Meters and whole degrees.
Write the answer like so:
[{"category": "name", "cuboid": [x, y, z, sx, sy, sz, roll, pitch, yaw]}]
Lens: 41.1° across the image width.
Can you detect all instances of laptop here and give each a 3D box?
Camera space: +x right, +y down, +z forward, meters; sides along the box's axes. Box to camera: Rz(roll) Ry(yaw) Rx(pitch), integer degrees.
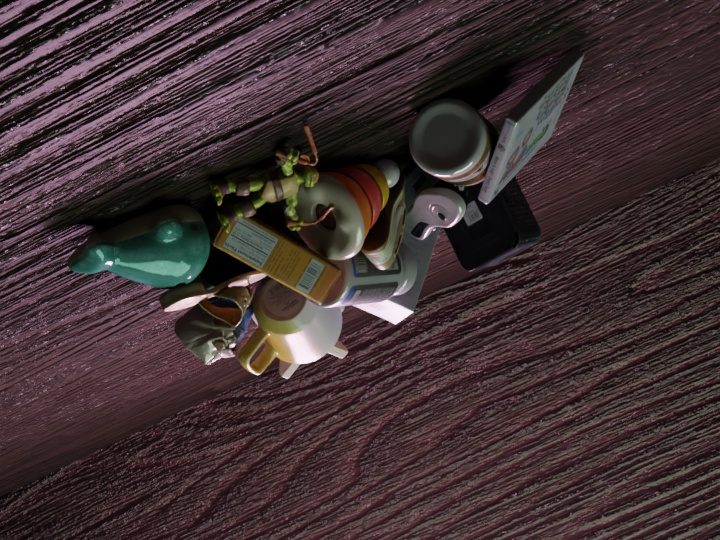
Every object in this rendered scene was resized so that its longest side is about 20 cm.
[{"category": "laptop", "cuboid": [-0.204, -0.031, 1.511, 0.177, 0.200, 0.103, -25, -148, 0]}]

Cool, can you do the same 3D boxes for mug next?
[{"category": "mug", "cuboid": [-0.119, 0.087, 1.651, 0.149, 0.187, 0.153, 5, 162, 11]}]

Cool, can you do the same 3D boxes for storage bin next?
[{"category": "storage bin", "cuboid": [0.225, -0.114, 1.779, 0.135, 0.200, 0.094, -31, 168, 35]}]

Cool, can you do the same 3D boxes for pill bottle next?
[{"category": "pill bottle", "cuboid": [0.153, -0.188, 1.466, 0.114, 0.115, 0.200, -27, 170, 17]}, {"category": "pill bottle", "cuboid": [0.000, 0.000, 1.610, 0.114, 0.114, 0.200, -31, 163, 36]}]

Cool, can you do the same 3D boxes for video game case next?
[{"category": "video game case", "cuboid": [0.257, -0.216, 1.455, 0.200, 0.024, 0.182, -45, 161, -32]}]

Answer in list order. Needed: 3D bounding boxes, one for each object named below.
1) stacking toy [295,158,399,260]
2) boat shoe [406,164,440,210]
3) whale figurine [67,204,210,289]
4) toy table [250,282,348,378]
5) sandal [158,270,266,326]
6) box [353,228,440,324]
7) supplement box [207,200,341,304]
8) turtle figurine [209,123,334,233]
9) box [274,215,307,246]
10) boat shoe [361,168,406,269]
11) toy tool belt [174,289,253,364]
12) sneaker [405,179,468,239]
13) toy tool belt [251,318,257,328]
[{"category": "stacking toy", "cuboid": [-0.001, -0.118, 1.510, 0.200, 0.146, 0.146, -36, 180, -40]}, {"category": "boat shoe", "cuboid": [0.117, -0.157, 1.707, 0.086, 0.075, 0.202, -19, 160, -41]}, {"category": "whale figurine", "cuboid": [-0.294, -0.019, 1.315, 0.159, 0.104, 0.200, -31, 170, 39]}, {"category": "toy table", "cuboid": [-0.115, 0.102, 1.835, 0.200, 0.117, 0.184, 12, 118, -37]}, {"category": "sandal", "cuboid": [-0.204, 0.053, 1.416, 0.078, 0.070, 0.212, -29, 170, 34]}, {"category": "box", "cuboid": [0.057, -0.021, 1.796, 0.124, 0.200, 0.097, 24, 156, -11]}, {"category": "supplement box", "cuboid": [-0.130, -0.026, 1.425, 0.069, 0.200, 0.067, -57, -154, 1]}, {"category": "turtle figurine", "cuboid": [-0.123, -0.121, 1.318, 0.161, 0.064, 0.200, -19, 147, -12]}, {"category": "box", "cuboid": [-0.085, -0.048, 1.726, 0.164, 0.086, 0.200, -20, 169, -21]}, {"category": "boat shoe", "cuboid": [0.039, -0.086, 1.574, 0.074, 0.200, 0.066, -3, 136, 22]}, {"category": "toy tool belt", "cuboid": [-0.232, 0.064, 1.685, 0.123, 0.125, 0.200, -34, -158, 28]}, {"category": "sneaker", "cuboid": [0.142, -0.123, 1.568, 0.112, 0.073, 0.200, -45, -174, -20]}, {"category": "toy tool belt", "cuboid": [-0.176, 0.059, 1.940, 0.200, 0.125, 0.123, -39, 177, 30]}]
